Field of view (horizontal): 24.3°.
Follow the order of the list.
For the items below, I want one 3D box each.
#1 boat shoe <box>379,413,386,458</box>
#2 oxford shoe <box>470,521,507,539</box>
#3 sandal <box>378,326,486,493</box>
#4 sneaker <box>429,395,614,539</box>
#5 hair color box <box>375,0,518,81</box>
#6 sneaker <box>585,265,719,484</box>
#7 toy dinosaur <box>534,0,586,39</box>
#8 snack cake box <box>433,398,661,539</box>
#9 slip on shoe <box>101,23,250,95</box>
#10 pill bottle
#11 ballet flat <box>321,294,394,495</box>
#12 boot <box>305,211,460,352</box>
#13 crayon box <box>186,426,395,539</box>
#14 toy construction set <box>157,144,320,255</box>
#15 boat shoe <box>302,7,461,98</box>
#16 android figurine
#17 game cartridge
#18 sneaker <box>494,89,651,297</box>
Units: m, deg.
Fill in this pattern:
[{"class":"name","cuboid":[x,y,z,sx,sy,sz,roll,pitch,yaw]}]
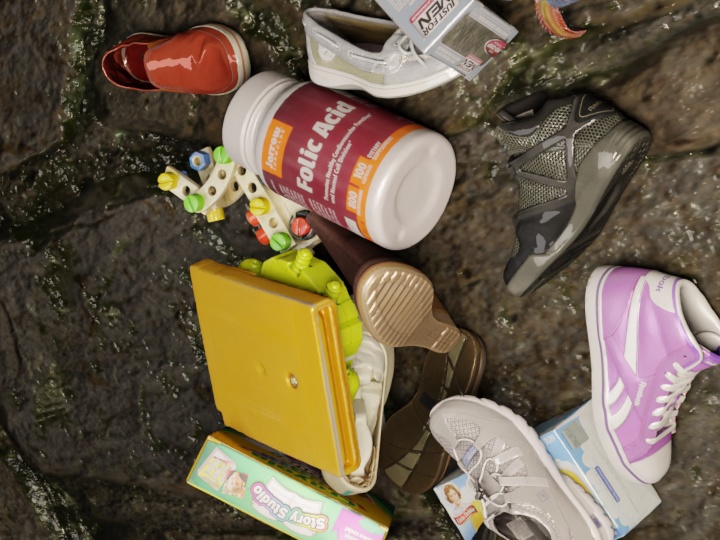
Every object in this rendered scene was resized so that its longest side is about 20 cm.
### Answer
[{"class":"boat shoe","cuboid":[-0.038,0.152,1.756,0.201,0.070,0.072,5,93,52]},{"class":"oxford shoe","cuboid":[0.130,0.278,1.480,0.084,0.200,0.073,27,103,-5]},{"class":"sandal","cuboid":[0.079,0.137,1.627,0.082,0.055,0.200,41,124,34]},{"class":"sneaker","cuboid":[0.130,0.188,1.471,0.200,0.082,0.075,41,137,22]},{"class":"hair color box","cuboid":[0.031,-0.251,1.354,0.061,0.099,0.200,-45,67,14]},{"class":"sneaker","cuboid":[0.255,0.096,1.395,0.114,0.073,0.201,6,118,41]},{"class":"toy dinosaur","cuboid":[0.124,-0.295,1.270,0.105,0.200,0.182,4,79,10]},{"class":"snack cake box","cuboid":[0.170,0.209,1.560,0.115,0.067,0.200,56,141,2]},{"class":"slip on shoe","cuboid":[-0.185,-0.206,1.674,0.200,0.061,0.074,8,118,43]},{"class":"pill bottle","cuboid":[-0.023,-0.106,1.522,0.200,0.114,0.114,27,132,32]},{"class":"ballet flat","cuboid":[-0.001,0.123,1.636,0.069,0.069,0.200,5,92,45]},{"class":"boot","cuboid":[0.000,0.000,1.529,0.166,0.072,0.200,42,-179,29]},{"class":"crayon box","cuboid":[-0.066,0.229,1.704,0.200,0.058,0.173,26,179,3]},{"class":"toy construction set","cuboid":[-0.099,-0.050,1.659,0.131,0.092,0.200,-36,94,27]},{"class":"boat shoe","cuboid":[0.023,-0.195,1.452,0.202,0.074,0.065,14,128,49]},{"class":"android figurine","cuboid":[-0.062,0.064,1.605,0.182,0.041,0.200,49,139,24]},{"class":"game cartridge","cuboid":[-0.083,0.089,1.588,0.200,0.032,0.176,18,124,49]},{"class":"sneaker","cuboid":[0.153,-0.072,1.392,0.114,0.076,0.199,44,136,21]}]
